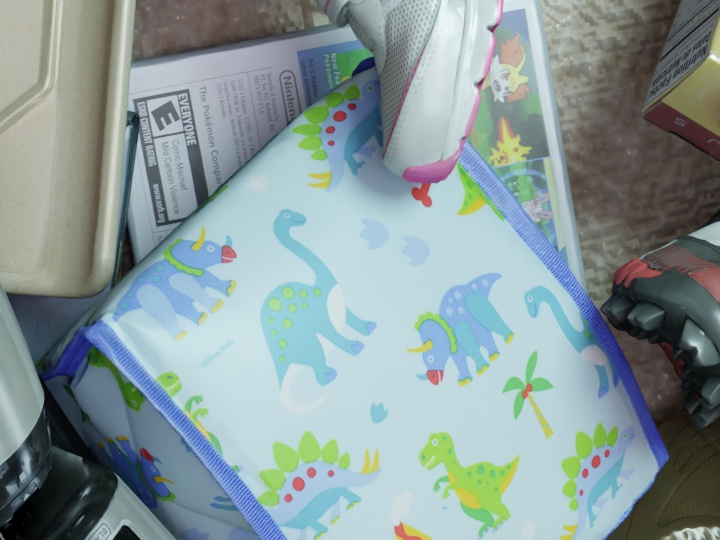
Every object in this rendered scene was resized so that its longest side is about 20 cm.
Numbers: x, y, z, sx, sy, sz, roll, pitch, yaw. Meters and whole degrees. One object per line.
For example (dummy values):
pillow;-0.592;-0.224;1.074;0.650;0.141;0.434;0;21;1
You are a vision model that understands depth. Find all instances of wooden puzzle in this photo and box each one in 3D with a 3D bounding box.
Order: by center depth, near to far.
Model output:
wooden puzzle;-0.180;-0.089;0.934;0.198;0.037;0.186;5;91;3

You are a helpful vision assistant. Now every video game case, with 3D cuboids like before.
video game case;0.000;0.000;1.031;0.181;0.022;0.201;-11;97;-7

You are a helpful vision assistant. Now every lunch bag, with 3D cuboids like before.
lunch bag;0.002;0.055;0.941;0.200;0.127;0.170;47;64;-4

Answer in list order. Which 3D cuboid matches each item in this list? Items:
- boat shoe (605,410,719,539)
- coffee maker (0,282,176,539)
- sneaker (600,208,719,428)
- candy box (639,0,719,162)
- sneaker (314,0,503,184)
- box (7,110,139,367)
boat shoe;0.129;0.110;1.045;0.199;0.065;0.072;-19;55;-20
coffee maker;-0.163;0.056;0.874;0.134;0.192;0.201;-34;116;-15
sneaker;0.147;0.008;0.962;0.098;0.200;0.071;-39;84;6
candy box;0.194;-0.117;0.981;0.116;0.056;0.201;29;60;-11
sneaker;-0.002;-0.126;0.897;0.088;0.081;0.201;-6;75;-8
box;-0.175;0.025;0.982;0.157;0.051;0.202;9;96;-3
